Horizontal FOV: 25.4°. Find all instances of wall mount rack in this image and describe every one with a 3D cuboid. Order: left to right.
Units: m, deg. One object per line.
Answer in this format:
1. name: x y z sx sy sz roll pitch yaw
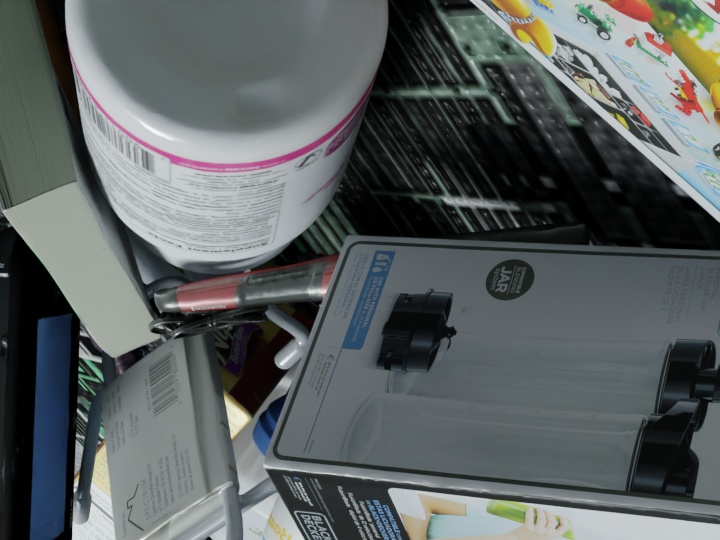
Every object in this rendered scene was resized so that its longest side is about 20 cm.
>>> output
1. wall mount rack: -0.092 0.107 0.752 0.075 0.174 0.200 39 -156 -38

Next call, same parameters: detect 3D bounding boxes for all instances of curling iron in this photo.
1. curling iron: 0.000 0.000 0.688 0.199 0.026 0.050 -13 176 18

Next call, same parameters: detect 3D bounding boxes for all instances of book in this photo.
1. book: -0.146 -0.076 0.733 0.134 0.048 0.200 71 176 -58

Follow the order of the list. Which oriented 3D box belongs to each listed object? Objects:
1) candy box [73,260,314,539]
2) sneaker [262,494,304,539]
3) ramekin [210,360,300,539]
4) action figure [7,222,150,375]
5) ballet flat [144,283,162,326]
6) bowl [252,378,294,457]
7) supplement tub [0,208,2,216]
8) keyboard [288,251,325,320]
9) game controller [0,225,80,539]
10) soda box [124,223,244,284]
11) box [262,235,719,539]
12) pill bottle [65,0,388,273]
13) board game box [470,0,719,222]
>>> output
1. candy box: -0.108 0.094 0.908 0.056 0.117 0.200 42 125 -2
2. sneaker: 0.036 0.170 0.921 0.199 0.081 0.077 21 -170 -18
3. ramekin: -0.024 0.154 1.028 0.202 0.094 0.203 32 155 17
4. action figure: -0.171 0.024 1.042 0.200 0.069 0.130 61 163 -8
5. ballet flat: -0.167 -0.036 0.935 0.200 0.057 0.067 30 138 16
6. bowl: 0.041 0.113 0.824 0.200 0.039 0.201 28 -176 -2
7. supplement tub: -0.261 -0.104 0.785 0.132 0.132 0.201 10 118 49
8. keyboard: 0.056 0.041 0.780 0.200 0.040 0.104 31 160 -6
9. game controller: -0.156 0.076 0.768 0.042 0.201 0.104 3 -179 13
10. soda box: -0.147 -0.058 0.868 0.200 0.064 0.068 31 155 21
11. box: 0.078 0.050 0.593 0.199 0.117 0.060 4 142 23
12. pill bottle: -0.055 -0.069 0.639 0.113 0.113 0.200 38 165 4
13. board game box: 0.107 -0.080 0.488 0.200 0.035 0.126 41 156 -3
